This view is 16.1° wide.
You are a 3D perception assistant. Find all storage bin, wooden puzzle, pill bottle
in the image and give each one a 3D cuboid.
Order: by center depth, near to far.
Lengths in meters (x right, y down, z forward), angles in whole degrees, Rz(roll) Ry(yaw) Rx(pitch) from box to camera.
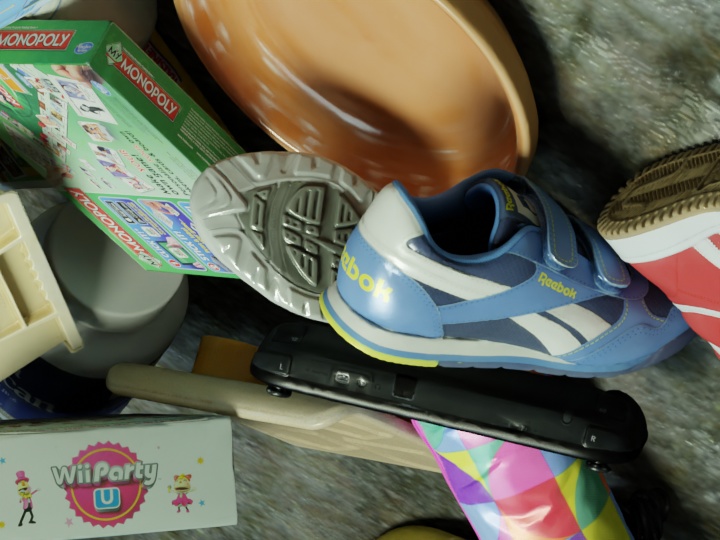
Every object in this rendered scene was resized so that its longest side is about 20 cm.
[{"bbox_3d":[-0.257,-0.048,1.370,0.200,0.094,0.199,52,167,25],"label":"storage bin"},{"bbox_3d":[-0.018,0.078,1.475,0.185,0.046,0.200,7,172,42],"label":"wooden puzzle"},{"bbox_3d":[-0.167,0.023,1.535,0.111,0.111,0.200,36,152,-2],"label":"pill bottle"}]

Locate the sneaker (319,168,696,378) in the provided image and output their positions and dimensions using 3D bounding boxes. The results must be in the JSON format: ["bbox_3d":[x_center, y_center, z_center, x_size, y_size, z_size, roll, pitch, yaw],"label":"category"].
[{"bbox_3d":[0.083,-0.001,1.198,0.074,0.200,0.082,53,134,51],"label":"sneaker"}]

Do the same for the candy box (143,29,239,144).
[{"bbox_3d":[-0.160,-0.094,1.435,0.200,0.026,0.102,0,133,47],"label":"candy box"}]

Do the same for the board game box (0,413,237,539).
[{"bbox_3d":[-0.166,0.115,1.448,0.147,0.064,0.200,-3,178,-17],"label":"board game box"}]

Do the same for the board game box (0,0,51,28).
[{"bbox_3d":[-0.161,-0.189,1.127,0.151,0.200,0.037,59,-176,-39],"label":"board game box"}]

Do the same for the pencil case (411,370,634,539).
[{"bbox_3d":[0.098,0.133,1.397,0.088,0.088,0.200,-6,115,51],"label":"pencil case"}]

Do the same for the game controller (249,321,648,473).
[{"bbox_3d":[0.046,0.062,1.284,0.200,0.042,0.104,13,180,11],"label":"game controller"}]

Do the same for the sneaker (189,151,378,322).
[{"bbox_3d":[0.000,0.000,1.277,0.200,0.078,0.099,23,170,-16],"label":"sneaker"}]

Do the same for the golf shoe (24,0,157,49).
[{"bbox_3d":[-0.134,-0.176,1.229,0.097,0.078,0.200,6,143,33],"label":"golf shoe"}]

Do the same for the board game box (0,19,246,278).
[{"bbox_3d":[-0.119,-0.060,1.313,0.134,0.029,0.200,6,152,42],"label":"board game box"}]

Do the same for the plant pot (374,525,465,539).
[{"bbox_3d":[0.049,0.279,1.634,0.194,0.196,0.200,35,144,0],"label":"plant pot"}]

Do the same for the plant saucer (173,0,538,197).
[{"bbox_3d":[0.001,-0.108,1.222,0.200,0.037,0.200,27,152,16],"label":"plant saucer"}]

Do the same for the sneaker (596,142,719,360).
[{"bbox_3d":[0.202,-0.004,1.128,0.113,0.071,0.200,48,156,-18],"label":"sneaker"}]

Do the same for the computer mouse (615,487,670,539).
[{"bbox_3d":[0.204,0.206,1.488,0.200,0.044,0.110,42,151,-13],"label":"computer mouse"}]

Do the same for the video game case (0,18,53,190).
[{"bbox_3d":[-0.201,-0.128,1.388,0.182,0.022,0.200,-1,131,47],"label":"video game case"}]
